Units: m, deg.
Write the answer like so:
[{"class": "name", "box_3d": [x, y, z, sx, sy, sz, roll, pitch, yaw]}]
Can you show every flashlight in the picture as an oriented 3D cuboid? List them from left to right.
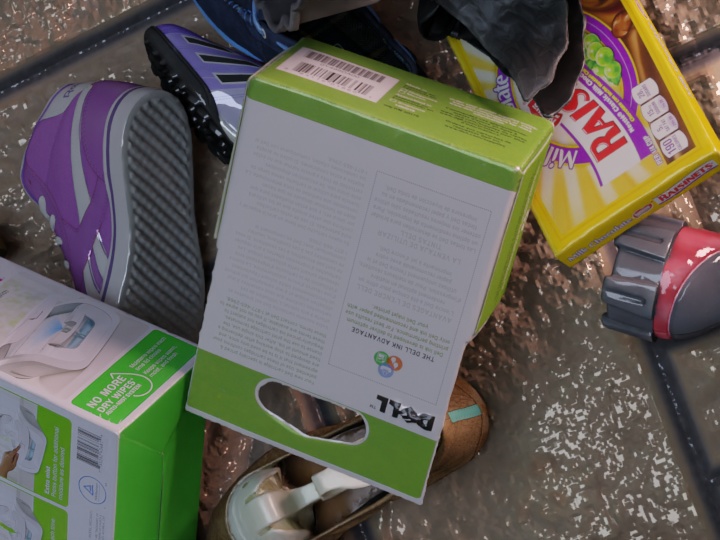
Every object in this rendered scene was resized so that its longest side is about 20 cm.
[{"class": "flashlight", "box_3d": [0.227, 0.024, 1.001, 0.199, 0.068, 0.068, 17, 113, 20]}]

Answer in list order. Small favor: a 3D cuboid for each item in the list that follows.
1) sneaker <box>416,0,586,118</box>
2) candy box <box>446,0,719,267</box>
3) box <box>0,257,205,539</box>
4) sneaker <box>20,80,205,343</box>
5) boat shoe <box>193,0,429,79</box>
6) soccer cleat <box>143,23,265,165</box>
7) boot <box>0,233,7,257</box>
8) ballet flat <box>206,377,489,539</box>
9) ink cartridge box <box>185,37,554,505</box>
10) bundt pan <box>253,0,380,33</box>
[{"class": "sneaker", "box_3d": [0.054, -0.170, 1.036, 0.200, 0.060, 0.104, 37, 89, 30]}, {"class": "candy box", "box_3d": [0.109, -0.111, 1.037, 0.102, 0.026, 0.201, -36, 60, 20]}, {"class": "box", "box_3d": [-0.189, 0.114, 1.109, 0.176, 0.097, 0.201, 22, 127, 21]}, {"class": "sneaker", "box_3d": [-0.154, -0.014, 1.161, 0.114, 0.072, 0.202, 11, 101, 41]}, {"class": "boat shoe", "box_3d": [-0.025, -0.148, 1.081, 0.200, 0.069, 0.084, 37, 65, 23]}, {"class": "soccer cleat", "box_3d": [-0.044, -0.086, 1.116, 0.073, 0.068, 0.200, -43, 66, -12]}, {"class": "boot", "box_3d": [-0.318, -0.081, 1.217, 0.174, 0.066, 0.201, -15, 84, 21]}, {"class": "ballet flat", "box_3d": [-0.019, 0.121, 1.097, 0.199, 0.072, 0.068, -28, 82, 20]}, {"class": "ink cartridge box", "box_3d": [0.000, 0.000, 1.018, 0.147, 0.076, 0.201, 20, 117, 11]}, {"class": "bundt pan", "box_3d": [-0.016, -0.222, 0.976, 0.075, 0.202, 0.203, -7, 88, -13]}]
